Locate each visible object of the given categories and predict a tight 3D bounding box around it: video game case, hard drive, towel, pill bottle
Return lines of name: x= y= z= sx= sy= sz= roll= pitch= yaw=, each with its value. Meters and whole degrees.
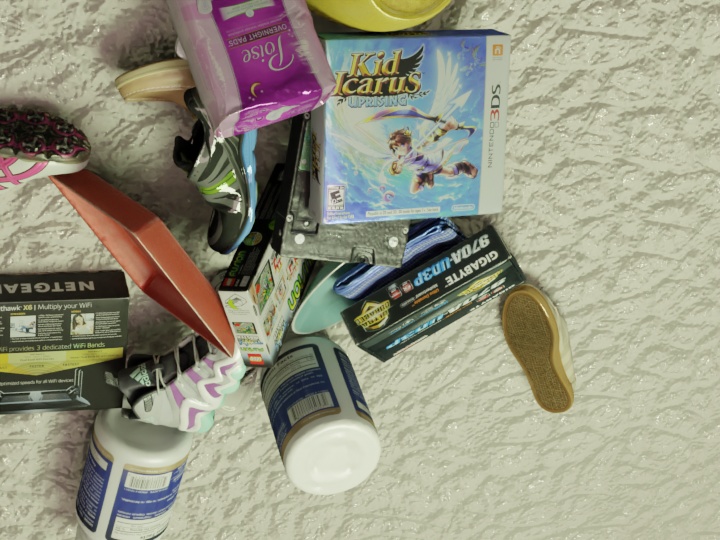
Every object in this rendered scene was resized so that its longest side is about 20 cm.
video game case: x=0.049 y=-0.143 z=1.528 sx=0.198 sy=0.045 sz=0.183 roll=-5 pitch=106 yaw=-20
hard drive: x=-0.007 y=-0.108 z=1.561 sx=0.138 sy=0.038 sz=0.202 roll=4 pitch=105 yaw=-23
towel: x=0.055 y=-0.001 z=1.720 sx=0.144 sy=0.024 sz=0.200 roll=-34 pitch=164 yaw=9
pill bottle: x=-0.272 y=0.255 z=1.817 sx=0.115 sy=0.116 sz=0.201 roll=5 pitch=125 yaw=-22
pill bottle: x=-0.053 y=0.147 z=1.751 sx=0.110 sy=0.201 sz=0.112 roll=-9 pitch=129 yaw=-11

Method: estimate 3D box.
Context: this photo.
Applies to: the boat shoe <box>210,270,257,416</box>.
boat shoe: x=-0.145 y=0.099 z=1.768 sx=0.070 sy=0.070 sz=0.201 roll=-3 pitch=127 yaw=-17

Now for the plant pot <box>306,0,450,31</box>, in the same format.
plant pot: x=0.027 y=-0.305 z=1.449 sx=0.198 sy=0.142 sz=0.202 roll=-10 pitch=122 yaw=-17

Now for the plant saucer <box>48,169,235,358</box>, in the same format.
plant saucer: x=-0.217 y=-0.017 z=1.589 sx=0.037 sy=0.200 sz=0.200 roll=-44 pitch=131 yaw=-12

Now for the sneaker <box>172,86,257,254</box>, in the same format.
sneaker: x=-0.145 y=-0.104 z=1.528 sx=0.082 sy=0.071 sz=0.201 roll=-8 pitch=131 yaw=-12

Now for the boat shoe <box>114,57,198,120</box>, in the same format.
boat shoe: x=-0.144 y=-0.177 z=1.542 sx=0.198 sy=0.071 sz=0.065 roll=-5 pitch=90 yaw=-16

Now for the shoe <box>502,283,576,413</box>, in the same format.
shoe: x=0.222 y=0.088 z=1.902 sx=0.069 sy=0.054 sz=0.201 roll=-1 pitch=130 yaw=24

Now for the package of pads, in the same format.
package of pads: x=-0.112 y=-0.234 z=1.432 sx=0.120 sy=0.202 sz=0.076 roll=-19 pitch=175 yaw=-16

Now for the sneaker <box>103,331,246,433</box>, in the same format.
sneaker: x=-0.208 y=0.110 z=1.683 sx=0.139 sy=0.078 sz=0.201 roll=5 pitch=136 yaw=-24

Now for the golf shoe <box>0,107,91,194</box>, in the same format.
golf shoe: x=-0.367 y=-0.110 z=1.537 sx=0.198 sy=0.073 sz=0.093 roll=0 pitch=133 yaw=-6

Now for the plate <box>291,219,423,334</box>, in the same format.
plate: x=0.000 y=0.000 z=1.719 sx=0.199 sy=0.026 sz=0.200 roll=-33 pitch=163 yaw=-11

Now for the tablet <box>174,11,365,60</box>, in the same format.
tablet: x=-0.078 y=-0.241 z=1.526 sx=0.199 sy=0.014 sz=0.131 roll=18 pitch=88 yaw=-29

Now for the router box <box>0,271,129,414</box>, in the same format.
router box: x=-0.357 y=0.081 z=1.695 sx=0.198 sy=0.052 sz=0.158 roll=-2 pitch=126 yaw=-17

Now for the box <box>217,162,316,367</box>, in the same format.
box: x=-0.090 y=-0.008 z=1.627 sx=0.034 sy=0.201 sz=0.111 roll=2 pitch=133 yaw=19

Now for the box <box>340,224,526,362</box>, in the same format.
box: x=0.085 y=0.029 z=1.756 sx=0.199 sy=0.046 sz=0.159 roll=-30 pitch=165 yaw=5
